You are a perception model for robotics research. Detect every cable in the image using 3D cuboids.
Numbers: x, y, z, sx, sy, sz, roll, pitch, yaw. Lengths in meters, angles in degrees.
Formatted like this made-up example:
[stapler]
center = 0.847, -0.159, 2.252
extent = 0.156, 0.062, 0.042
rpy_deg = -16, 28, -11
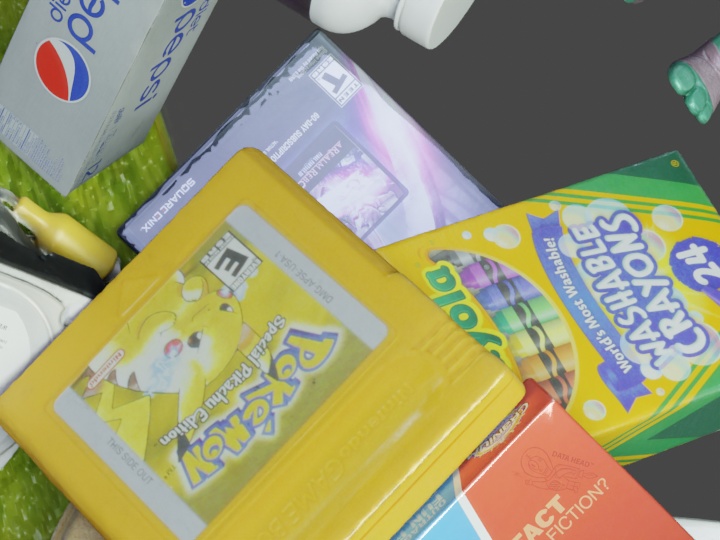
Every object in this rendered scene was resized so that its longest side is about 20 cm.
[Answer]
[cable]
center = -0.194, -0.034, 1.351
extent = 0.097, 0.050, 0.200
rpy_deg = -30, 113, 8

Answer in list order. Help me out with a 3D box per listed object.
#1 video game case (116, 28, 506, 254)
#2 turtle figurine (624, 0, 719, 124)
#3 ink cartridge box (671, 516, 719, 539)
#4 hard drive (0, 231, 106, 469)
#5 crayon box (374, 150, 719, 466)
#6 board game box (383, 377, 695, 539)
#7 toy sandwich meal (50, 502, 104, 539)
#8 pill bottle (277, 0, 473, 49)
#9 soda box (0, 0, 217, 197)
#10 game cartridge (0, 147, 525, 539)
[video game case]
center = 0.000, 0.000, 1.389
extent = 0.200, 0.019, 0.143
rpy_deg = 44, 88, 10
[turtle figurine]
center = 0.223, -0.162, 1.350
extent = 0.200, 0.101, 0.150
rpy_deg = -32, 65, 16
[ink cartridge box]
center = 0.178, 0.175, 1.321
extent = 0.200, 0.068, 0.116
rpy_deg = 4, 84, 5
[hard drive]
center = -0.221, 0.065, 1.316
extent = 0.200, 0.140, 0.038
rpy_deg = -51, 45, 15
[crayon box]
center = 0.088, 0.032, 1.304
extent = 0.200, 0.052, 0.126
rpy_deg = -19, 63, -22
[board game box]
center = 0.092, 0.170, 1.235
extent = 0.153, 0.040, 0.200
rpy_deg = -46, 107, -1
[toy sandwich meal]
center = -0.060, 0.160, 1.297
extent = 0.205, 0.070, 0.205
rpy_deg = -3, 71, 10
[pill bottle]
center = -0.031, -0.190, 1.370
extent = 0.200, 0.112, 0.112
rpy_deg = 31, 86, 9
[soda box]
center = -0.109, -0.131, 1.333
extent = 0.063, 0.200, 0.068
rpy_deg = 40, 43, 9
[game cartridge]
center = -0.050, 0.058, 1.257
extent = 0.176, 0.032, 0.200
rpy_deg = -46, 49, -3
